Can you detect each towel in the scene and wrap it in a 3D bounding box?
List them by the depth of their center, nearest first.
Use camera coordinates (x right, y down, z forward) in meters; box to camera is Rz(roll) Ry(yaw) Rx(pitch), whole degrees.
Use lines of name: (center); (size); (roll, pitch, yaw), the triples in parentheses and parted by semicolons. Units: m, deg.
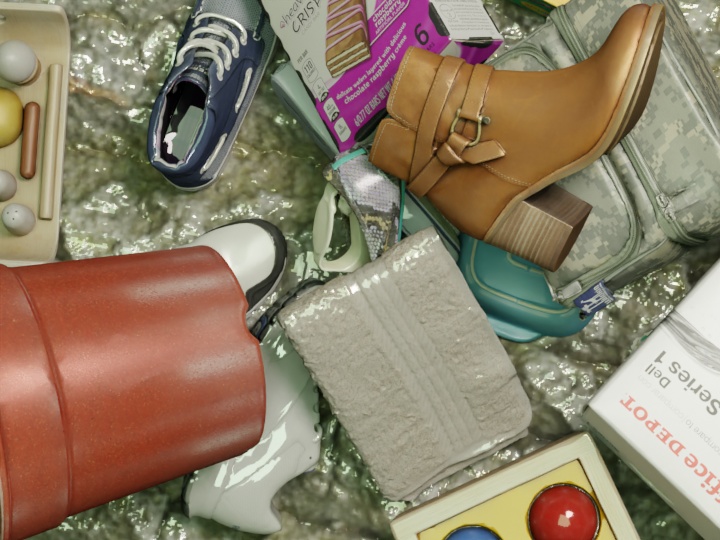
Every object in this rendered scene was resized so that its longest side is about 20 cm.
towel: (0.037, 0.073, 1.371); (0.132, 0.035, 0.200); (-29, 123, 2)

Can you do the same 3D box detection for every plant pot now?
plant pot: (-0.179, 0.074, 1.298); (0.194, 0.201, 0.202); (-12, 84, -23)

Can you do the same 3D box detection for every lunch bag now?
lunch bag: (0.174, -0.087, 1.346); (0.167, 0.139, 0.201); (-30, 82, 19)

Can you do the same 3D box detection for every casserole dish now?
casserole dish: (0.140, -0.045, 1.426); (0.121, 0.039, 0.201); (19, 88, 5)

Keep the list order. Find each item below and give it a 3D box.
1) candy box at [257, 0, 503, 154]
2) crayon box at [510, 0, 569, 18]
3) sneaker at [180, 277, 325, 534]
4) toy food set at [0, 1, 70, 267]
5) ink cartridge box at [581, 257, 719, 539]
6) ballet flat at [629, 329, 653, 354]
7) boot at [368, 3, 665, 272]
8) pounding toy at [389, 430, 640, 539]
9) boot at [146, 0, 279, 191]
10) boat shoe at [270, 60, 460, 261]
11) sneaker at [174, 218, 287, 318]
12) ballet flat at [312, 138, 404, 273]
candy box: (-0.001, -0.200, 1.365); (0.136, 0.061, 0.201); (-45, 63, 38)
crayon box: (0.095, -0.282, 1.437); (0.199, 0.058, 0.119); (27, 88, 5)
sneaker: (-0.062, 0.102, 1.421); (0.087, 0.075, 0.201); (24, 94, -7)
toy food set: (-0.299, -0.103, 1.446); (0.143, 0.060, 0.201); (3, 83, 4)
ink cartridge box: (0.270, 0.075, 1.321); (0.146, 0.084, 0.200); (42, 85, 9)
ballet flat: (0.278, 0.114, 1.391); (0.200, 0.064, 0.076); (35, 88, 5)
boot: (0.102, -0.114, 1.259); (0.155, 0.077, 0.201); (31, 121, 12)
pounding toy: (0.145, 0.229, 1.351); (0.183, 0.142, 0.201); (-25, 84, 2)
boot: (-0.105, -0.159, 1.425); (0.072, 0.090, 0.201); (14, 87, 5)
boat shoe: (0.015, -0.089, 1.423); (0.062, 0.072, 0.200); (-39, 83, -6)
sneaker: (-0.144, 0.022, 1.420); (0.199, 0.080, 0.074); (-29, 82, 0)
ballet flat: (0.000, 0.000, 1.376); (0.072, 0.072, 0.201); (-4, 123, 3)
